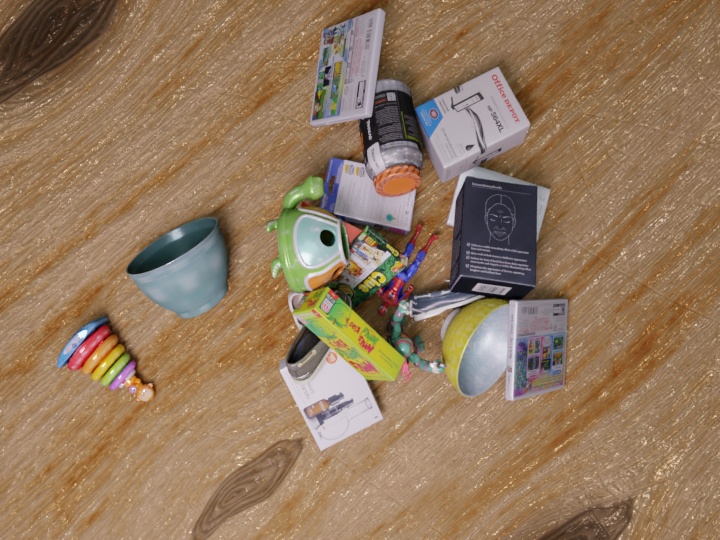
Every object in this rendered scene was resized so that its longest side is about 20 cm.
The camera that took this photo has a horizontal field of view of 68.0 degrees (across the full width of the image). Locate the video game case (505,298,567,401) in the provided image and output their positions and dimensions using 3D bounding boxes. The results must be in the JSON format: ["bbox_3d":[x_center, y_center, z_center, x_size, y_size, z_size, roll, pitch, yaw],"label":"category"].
[{"bbox_3d":[0.355,0.152,1.066,0.195,0.023,0.190,1,92,-41],"label":"video game case"}]

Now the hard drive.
[{"bbox_3d":[0.292,-0.135,1.134,0.193,0.026,0.137,17,89,1],"label":"hard drive"}]

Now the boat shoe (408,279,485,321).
[{"bbox_3d":[0.194,0.045,1.106,0.194,0.075,0.064,-22,84,10],"label":"boat shoe"}]

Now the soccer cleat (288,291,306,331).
[{"bbox_3d":[-0.092,0.130,1.103,0.068,0.078,0.204,-32,89,-1],"label":"soccer cleat"}]

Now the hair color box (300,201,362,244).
[{"bbox_3d":[-0.037,-0.064,1.091,0.194,0.111,0.066,25,90,1],"label":"hair color box"}]

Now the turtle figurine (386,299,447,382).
[{"bbox_3d":[0.093,0.137,1.041,0.098,0.200,0.154,-23,89,-1],"label":"turtle figurine"}]

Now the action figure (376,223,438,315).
[{"bbox_3d":[0.091,0.004,1.099,0.064,0.099,0.204,29,91,2],"label":"action figure"}]

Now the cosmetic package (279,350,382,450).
[{"bbox_3d":[-0.058,0.243,1.084,0.147,0.052,0.205,-26,108,-3],"label":"cosmetic package"}]

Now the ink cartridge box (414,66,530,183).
[{"bbox_3d":[0.225,-0.299,1.097,0.195,0.084,0.150,-26,77,0],"label":"ink cartridge box"}]

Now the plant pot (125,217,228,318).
[{"bbox_3d":[-0.343,0.006,1.064,0.194,0.201,0.138,-24,116,0],"label":"plant pot"}]

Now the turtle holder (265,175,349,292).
[{"bbox_3d":[-0.089,-0.058,0.977,0.127,0.143,0.191,-10,53,11],"label":"turtle holder"}]

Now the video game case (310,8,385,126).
[{"bbox_3d":[-0.030,-0.405,1.083,0.022,0.179,0.209,8,89,-43],"label":"video game case"}]

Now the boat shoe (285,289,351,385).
[{"bbox_3d":[-0.078,0.116,1.021,0.070,0.061,0.205,12,58,30],"label":"boat shoe"}]

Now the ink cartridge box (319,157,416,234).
[{"bbox_3d":[0.018,-0.157,1.121,0.192,0.042,0.124,12,78,-2],"label":"ink cartridge box"}]

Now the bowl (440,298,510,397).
[{"bbox_3d":[0.225,0.137,1.077,0.107,0.199,0.203,33,88,44],"label":"bowl"}]

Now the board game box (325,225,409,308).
[{"bbox_3d":[0.000,0.000,1.035,0.103,0.200,0.024,34,50,-12],"label":"board game box"}]

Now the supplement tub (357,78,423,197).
[{"bbox_3d":[0.059,-0.262,1.067,0.118,0.123,0.208,-8,72,0],"label":"supplement tub"}]

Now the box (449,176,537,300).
[{"bbox_3d":[0.258,-0.060,1.042,0.142,0.107,0.208,8,73,0],"label":"box"}]

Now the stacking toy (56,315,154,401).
[{"bbox_3d":[-0.507,0.202,1.101,0.200,0.110,0.117,44,86,-10],"label":"stacking toy"}]

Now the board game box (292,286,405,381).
[{"bbox_3d":[-0.021,0.118,0.956,0.199,0.101,0.048,44,63,-18],"label":"board game box"}]
